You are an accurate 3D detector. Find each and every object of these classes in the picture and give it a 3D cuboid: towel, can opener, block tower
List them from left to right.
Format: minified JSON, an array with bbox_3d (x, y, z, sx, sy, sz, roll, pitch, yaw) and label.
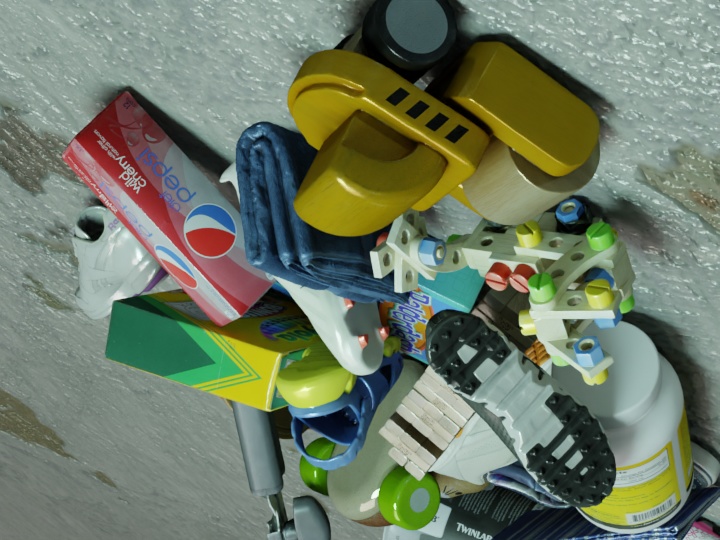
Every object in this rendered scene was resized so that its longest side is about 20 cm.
[{"bbox_3d":[-0.072,0.182,1.668,0.066,0.053,0.201,-8,114,4],"label":"can opener"},{"bbox_3d":[-0.020,-0.040,1.300,0.048,0.113,0.200,-15,166,25],"label":"towel"},{"bbox_3d":[0.086,0.081,1.436,0.054,0.058,0.200,39,125,6],"label":"block tower"},{"bbox_3d":[0.213,0.231,1.601,0.199,0.145,0.024,-12,94,28],"label":"towel"}]

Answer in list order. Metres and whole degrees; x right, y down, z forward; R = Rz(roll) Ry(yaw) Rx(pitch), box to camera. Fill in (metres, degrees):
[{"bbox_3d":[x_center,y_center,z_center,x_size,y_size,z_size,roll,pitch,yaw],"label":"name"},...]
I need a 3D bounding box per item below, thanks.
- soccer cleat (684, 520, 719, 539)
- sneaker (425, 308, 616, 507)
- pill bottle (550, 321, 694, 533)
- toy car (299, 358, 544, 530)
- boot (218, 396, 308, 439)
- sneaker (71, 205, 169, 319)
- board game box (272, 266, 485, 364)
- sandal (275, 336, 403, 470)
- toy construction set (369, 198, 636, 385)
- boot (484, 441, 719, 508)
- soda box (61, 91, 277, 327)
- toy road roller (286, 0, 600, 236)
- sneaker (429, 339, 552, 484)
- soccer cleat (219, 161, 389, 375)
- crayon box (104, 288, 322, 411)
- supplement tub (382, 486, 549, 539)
[{"bbox_3d":[0.316,0.283,1.697,0.199,0.087,0.070,22,156,13],"label":"soccer cleat"},{"bbox_3d":[0.119,0.096,1.353,0.200,0.066,0.091,45,-177,-16],"label":"sneaker"},{"bbox_3d":[0.209,0.125,1.453,0.112,0.113,0.200,16,154,23],"label":"pill bottle"},{"bbox_3d":[0.075,0.187,1.703,0.199,0.159,0.164,28,171,-34],"label":"toy car"},{"bbox_3d":[-0.098,0.115,1.773,0.199,0.077,0.155,8,-178,-43],"label":"boot"},{"bbox_3d":[-0.238,-0.016,1.718,0.100,0.075,0.200,46,149,-8],"label":"sneaker"},{"bbox_3d":[0.000,0.000,1.504,0.199,0.045,0.152,25,157,4],"label":"board game box"},{"bbox_3d":[-0.015,0.105,1.473,0.079,0.088,0.200,-6,-171,22],"label":"sandal"},{"bbox_3d":[0.110,0.002,1.277,0.199,0.131,0.092,19,144,26],"label":"toy construction set"},{"bbox_3d":[0.212,0.178,1.586,0.199,0.091,0.073,16,155,25],"label":"boot"},{"bbox_3d":[-0.155,-0.049,1.481,0.200,0.063,0.070,47,159,-6],"label":"soda box"},{"bbox_3d":[0.043,-0.076,1.173,0.199,0.147,0.123,32,157,-10],"label":"toy road roller"},{"bbox_3d":[0.126,0.114,1.531,0.092,0.076,0.200,24,133,-26],"label":"sneaker"},{"bbox_3d":[-0.042,-0.007,1.402,0.077,0.069,0.201,-26,86,28],"label":"soccer cleat"},{"bbox_3d":[-0.101,0.063,1.601,0.171,0.059,0.200,15,-169,24],"label":"crayon box"},{"bbox_3d":[0.133,0.279,1.841,0.199,0.123,0.123,18,155,21],"label":"supplement tub"}]
